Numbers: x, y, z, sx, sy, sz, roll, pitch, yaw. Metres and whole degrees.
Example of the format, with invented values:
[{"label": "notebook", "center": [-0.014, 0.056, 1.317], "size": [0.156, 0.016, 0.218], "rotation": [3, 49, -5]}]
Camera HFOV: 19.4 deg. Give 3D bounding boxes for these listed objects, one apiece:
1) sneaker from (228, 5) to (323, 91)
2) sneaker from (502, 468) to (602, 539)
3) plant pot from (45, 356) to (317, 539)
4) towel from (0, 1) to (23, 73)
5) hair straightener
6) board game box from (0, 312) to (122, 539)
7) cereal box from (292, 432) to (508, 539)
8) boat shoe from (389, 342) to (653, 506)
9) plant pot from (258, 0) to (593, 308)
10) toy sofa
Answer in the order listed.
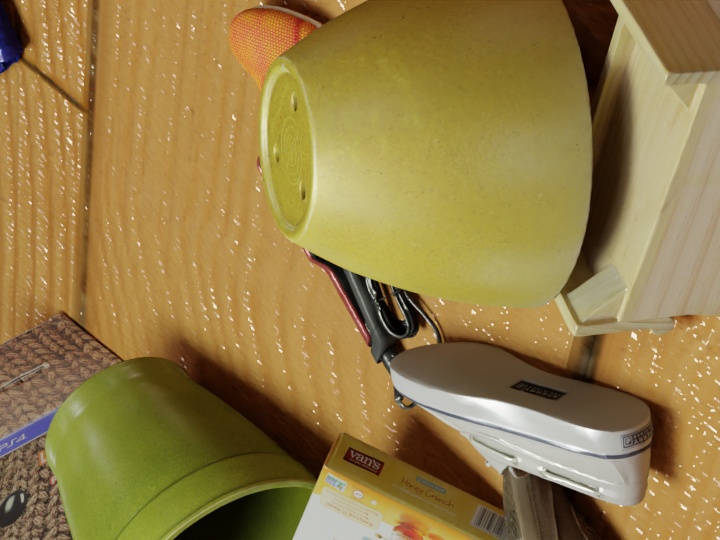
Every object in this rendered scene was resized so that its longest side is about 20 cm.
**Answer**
[{"label": "sneaker", "center": [-0.025, -0.095, 1.347], "size": [0.200, 0.077, 0.073], "rotation": [48, 144, 22]}, {"label": "sneaker", "center": [0.144, 0.208, 1.350], "size": [0.070, 0.075, 0.201], "rotation": [102, 156, -74]}, {"label": "plant pot", "center": [-0.141, 0.171, 1.592], "size": [0.193, 0.200, 0.201], "rotation": [49, 144, 37]}, {"label": "towel", "center": [-0.345, -0.238, 1.690], "size": [0.147, 0.049, 0.201], "rotation": [-21, 95, 48]}, {"label": "hair straightener", "center": [0.000, 0.000, 1.407], "size": [0.077, 0.041, 0.201], "rotation": [-17, 99, 55]}, {"label": "board game box", "center": [-0.284, 0.166, 1.775], "size": [0.097, 0.159, 0.201], "rotation": [34, 137, 33]}, {"label": "cereal box", "center": [0.019, 0.212, 1.477], "size": [0.144, 0.040, 0.200], "rotation": [25, 136, 4]}, {"label": "boat shoe", "center": [0.100, 0.097, 1.325], "size": [0.200, 0.072, 0.066], "rotation": [14, 118, 37]}, {"label": "plant pot", "center": [0.024, -0.072, 1.180], "size": [0.200, 0.141, 0.201], "rotation": [175, 90, -72]}, {"label": "toy sofa", "center": [0.166, -0.062, 1.136], "size": [0.200, 0.097, 0.083], "rotation": [103, 153, -43]}]
